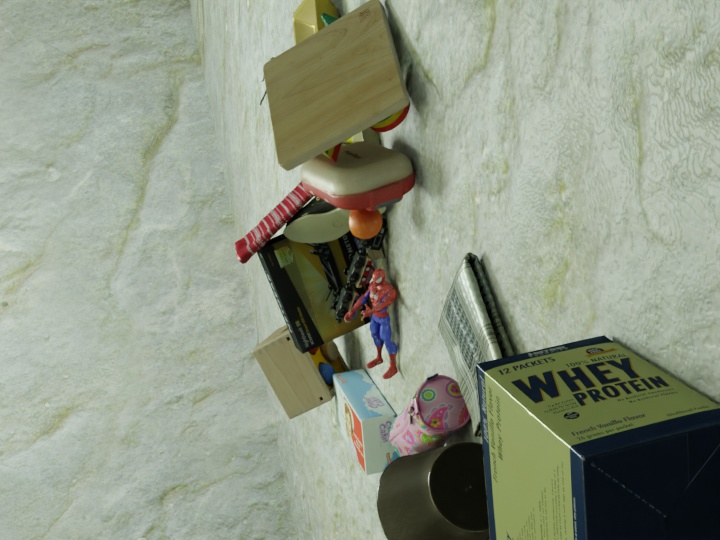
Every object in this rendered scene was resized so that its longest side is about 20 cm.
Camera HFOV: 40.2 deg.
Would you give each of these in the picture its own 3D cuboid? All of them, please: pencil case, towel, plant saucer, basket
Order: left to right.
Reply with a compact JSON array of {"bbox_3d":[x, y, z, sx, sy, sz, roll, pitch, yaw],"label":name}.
[{"bbox_3d":[-0.133,-0.094,1.635,0.022,0.200,0.145,45,-177,-14],"label":"towel"},{"bbox_3d":[-0.068,-0.361,1.687,0.200,0.048,0.201,-173,78,-76],"label":"plant saucer"},{"bbox_3d":[0.095,0.214,1.400,0.200,0.087,0.088,110,147,-66],"label":"pencil case"},{"bbox_3d":[0.115,0.304,1.295,0.181,0.136,0.200,60,157,16],"label":"basket"},{"bbox_3d":[0.143,0.109,1.228,0.193,0.034,0.200,104,151,-59],"label":"towel"}]

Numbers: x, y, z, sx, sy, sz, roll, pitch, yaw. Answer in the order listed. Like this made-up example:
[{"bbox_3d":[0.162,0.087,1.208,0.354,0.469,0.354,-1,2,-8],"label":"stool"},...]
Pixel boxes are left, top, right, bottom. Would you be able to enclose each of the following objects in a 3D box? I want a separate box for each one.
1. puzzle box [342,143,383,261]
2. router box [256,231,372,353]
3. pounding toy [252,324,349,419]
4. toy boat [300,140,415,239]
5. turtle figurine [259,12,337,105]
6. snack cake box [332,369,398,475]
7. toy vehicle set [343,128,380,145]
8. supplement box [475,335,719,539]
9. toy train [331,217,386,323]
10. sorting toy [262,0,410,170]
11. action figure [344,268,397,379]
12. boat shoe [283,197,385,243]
[{"bbox_3d":[-0.021,-0.118,1.659,0.133,0.025,0.200,-152,41,-70],"label":"puzzle box"},{"bbox_3d":[-0.071,0.019,1.685,0.200,0.157,0.052,68,167,-15],"label":"router box"},{"bbox_3d":[-0.099,0.160,1.988,0.184,0.142,0.200,62,-161,-5],"label":"pounding toy"},{"bbox_3d":[-0.002,-0.109,1.430,0.200,0.130,0.131,32,138,59],"label":"toy boat"},{"bbox_3d":[-0.074,-0.290,1.540,0.150,0.101,0.200,41,116,10],"label":"turtle figurine"},{"bbox_3d":[0.008,0.279,1.836,0.200,0.067,0.115,-132,36,-64],"label":"snack cake box"},{"bbox_3d":[-0.010,-0.218,1.620,0.200,0.026,0.125,180,80,-76],"label":"toy vehicle set"},{"bbox_3d":[0.203,0.188,0.834,0.200,0.134,0.201,-139,40,-68],"label":"supplement box"},{"bbox_3d":[0.000,0.000,1.608,0.034,0.046,0.200,54,131,52],"label":"toy train"},{"bbox_3d":[-0.027,-0.248,1.380,0.070,0.200,0.199,39,-149,-49],"label":"sorting toy"},{"bbox_3d":[0.015,0.093,1.605,0.065,0.099,0.200,28,130,39],"label":"action figure"},{"bbox_3d":[-0.041,-0.098,1.575,0.201,0.074,0.063,-23,51,35],"label":"boat shoe"}]
